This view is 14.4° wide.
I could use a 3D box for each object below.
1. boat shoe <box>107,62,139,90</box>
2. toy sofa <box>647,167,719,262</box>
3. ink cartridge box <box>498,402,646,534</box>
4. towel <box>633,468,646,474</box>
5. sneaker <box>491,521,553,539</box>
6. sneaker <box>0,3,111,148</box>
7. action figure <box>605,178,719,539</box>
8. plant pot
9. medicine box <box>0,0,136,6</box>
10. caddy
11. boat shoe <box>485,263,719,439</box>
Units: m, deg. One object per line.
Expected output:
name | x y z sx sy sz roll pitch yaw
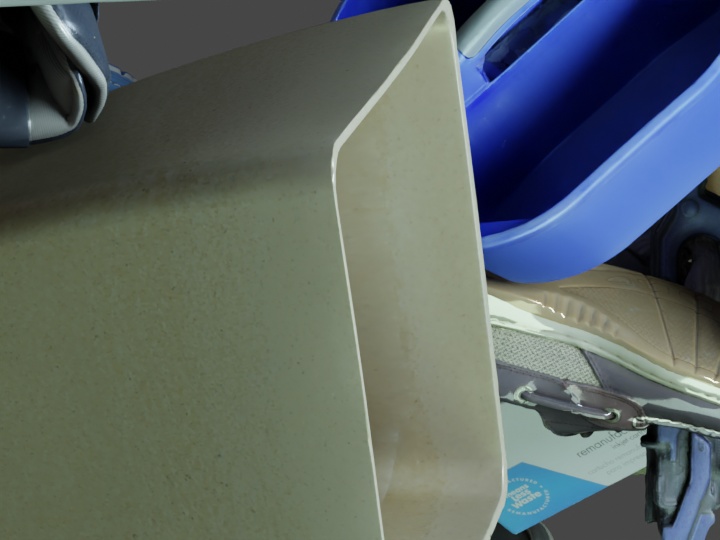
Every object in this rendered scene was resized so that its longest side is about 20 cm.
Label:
boat shoe | -0.176 -0.050 1.187 0.199 0.073 0.072 3 149 -27
toy sofa | 0.170 -0.036 1.341 0.097 0.083 0.200 -28 148 37
ink cartridge box | 0.052 0.025 1.341 0.116 0.067 0.200 -31 121 31
towel | 0.099 0.092 1.532 0.199 0.037 0.148 -5 170 22
sneaker | 0.013 0.179 1.692 0.199 0.075 0.106 -15 155 9
sneaker | -0.137 -0.091 1.049 0.077 0.147 0.202 -10 154 -7
action figure | 0.164 0.052 1.278 0.193 0.201 0.105 6 -170 -13
plant pot | -0.059 0.028 1.009 0.176 0.200 0.200 -3 -161 15
medicine box | -0.082 -0.181 0.857 0.199 0.183 0.103 -3 152 -15
caddy | 0.075 -0.089 1.117 0.200 0.141 0.105 -42 150 8
boat shoe | 0.090 0.036 1.189 0.199 0.072 0.065 17 118 -5
